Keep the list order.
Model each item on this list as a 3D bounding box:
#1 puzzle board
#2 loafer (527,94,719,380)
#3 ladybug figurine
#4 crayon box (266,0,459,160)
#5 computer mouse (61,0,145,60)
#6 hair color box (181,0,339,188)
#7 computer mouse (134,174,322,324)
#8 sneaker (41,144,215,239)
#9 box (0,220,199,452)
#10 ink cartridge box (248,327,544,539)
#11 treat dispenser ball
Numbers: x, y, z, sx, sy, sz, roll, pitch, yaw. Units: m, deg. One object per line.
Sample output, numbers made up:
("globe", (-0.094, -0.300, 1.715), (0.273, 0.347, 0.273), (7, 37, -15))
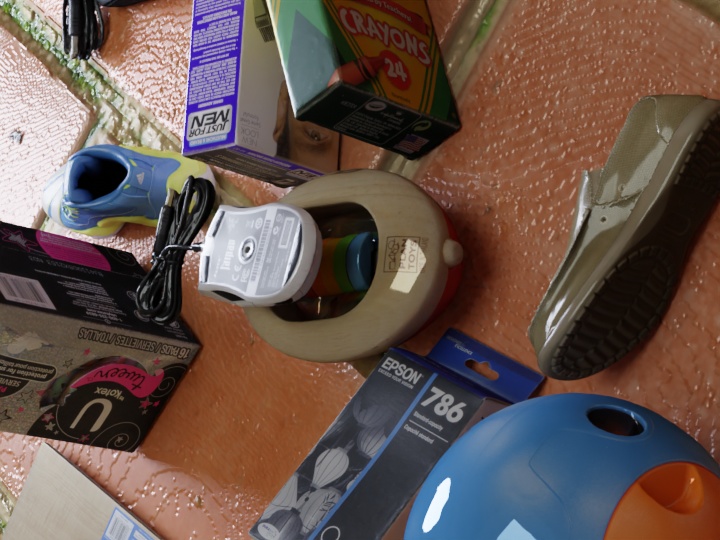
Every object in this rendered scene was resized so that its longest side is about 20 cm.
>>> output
("puzzle board", (-0.224, 0.246, 1.615), (0.200, 0.017, 0.151), (30, 99, 44))
("loafer", (0.164, -0.023, 1.269), (0.067, 0.076, 0.200), (37, 95, 44))
("ladybug figurine", (0.000, 0.000, 1.420), (0.200, 0.072, 0.136), (-3, 77, 45))
("crayon box", (-0.009, -0.187, 1.442), (0.051, 0.127, 0.201), (-34, 58, 33))
("computer mouse", (-0.189, -0.260, 1.692), (0.200, 0.053, 0.139), (-11, 70, 42))
("hair color box", (-0.068, -0.171, 1.507), (0.065, 0.109, 0.201), (-6, 75, 42))
("computer mouse", (-0.082, -0.008, 1.425), (0.200, 0.044, 0.110), (8, 80, 52))
("sneaker", (-0.211, -0.073, 1.625), (0.200, 0.105, 0.076), (-4, 76, 43))
("box", (-0.249, 0.050, 1.561), (0.115, 0.200, 0.132), (-57, 47, 19))
("ink cartridge box", (0.023, 0.120, 1.333), (0.099, 0.039, 0.200), (25, 71, 45))
("treat dispenser ball", (0.123, 0.170, 1.161), (0.200, 0.201, 0.202), (-14, 69, 42))
